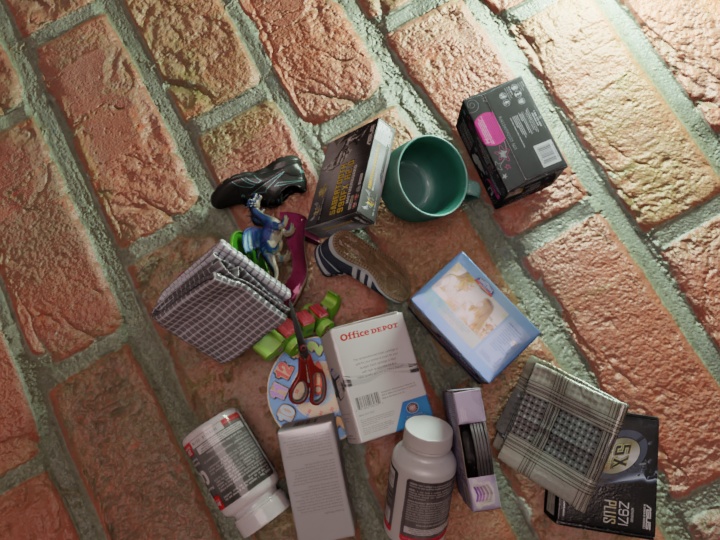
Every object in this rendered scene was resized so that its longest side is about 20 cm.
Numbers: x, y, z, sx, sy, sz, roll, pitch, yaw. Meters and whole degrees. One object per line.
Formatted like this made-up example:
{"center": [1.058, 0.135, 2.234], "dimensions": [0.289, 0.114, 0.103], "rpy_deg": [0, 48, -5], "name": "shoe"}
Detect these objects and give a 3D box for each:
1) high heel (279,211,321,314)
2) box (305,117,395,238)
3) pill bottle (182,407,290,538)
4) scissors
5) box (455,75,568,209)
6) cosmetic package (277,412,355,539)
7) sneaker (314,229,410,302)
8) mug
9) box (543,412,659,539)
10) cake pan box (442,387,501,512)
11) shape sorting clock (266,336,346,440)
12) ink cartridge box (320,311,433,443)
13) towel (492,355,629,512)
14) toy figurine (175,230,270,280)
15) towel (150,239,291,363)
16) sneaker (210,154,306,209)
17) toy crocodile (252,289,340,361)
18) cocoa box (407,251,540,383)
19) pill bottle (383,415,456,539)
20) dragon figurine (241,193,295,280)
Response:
{"center": [-0.141, -0.018, 1.094], "dimensions": [0.095, 0.067, 0.201], "rpy_deg": [19, 75, -4], "name": "high heel"}
{"center": [-0.020, -0.171, 1.068], "dimensions": [0.048, 0.158, 0.201], "rpy_deg": [28, 66, -35], "name": "box"}
{"center": [-0.219, 0.358, 1.006], "dimensions": [0.114, 0.114, 0.201], "rpy_deg": [-34, 79, -4], "name": "pill bottle"}
{"center": [-0.095, 0.147, 1.011], "dimensions": [0.073, 0.014, 0.202], "rpy_deg": [-4, 99, -24], "name": "scissors"}
{"center": [0.288, -0.245, 1.099], "dimensions": [0.131, 0.115, 0.201], "rpy_deg": [-23, 80, -3], "name": "box"}
{"center": [-0.076, 0.367, 1.004], "dimensions": [0.101, 0.071, 0.201], "rpy_deg": [-11, 87, 1], "name": "cosmetic package"}
{"center": [0.000, 0.000, 1.092], "dimensions": [0.200, 0.108, 0.070], "rpy_deg": [37, 60, -23], "name": "sneaker"}
{"center": [0.121, -0.158, 1.084], "dimensions": [0.185, 0.114, 0.152], "rpy_deg": [43, 71, -16], "name": "mug"}
{"center": [0.420, 0.344, 0.991], "dimensions": [0.163, 0.086, 0.201], "rpy_deg": [8, 79, 4], "name": "box"}
{"center": [0.182, 0.292, 0.956], "dimensions": [0.052, 0.200, 0.185], "rpy_deg": [-10, 77, 1], "name": "cake pan box"}
{"center": [-0.077, 0.224, 1.063], "dimensions": [0.198, 0.039, 0.201], "rpy_deg": [-1, 79, 3], "name": "shape sorting clock"}
{"center": [0.027, 0.192, 1.021], "dimensions": [0.146, 0.086, 0.201], "rpy_deg": [-12, 77, -20], "name": "ink cartridge box"}
{"center": [0.327, 0.268, 0.963], "dimensions": [0.200, 0.034, 0.194], "rpy_deg": [26, 97, 49], "name": "towel"}
{"center": [-0.271, 0.051, 1.082], "dimensions": [0.183, 0.150, 0.201], "rpy_deg": [-22, 103, 12], "name": "toy figurine"}
{"center": [-0.237, 0.065, 0.967], "dimensions": [0.200, 0.086, 0.165], "rpy_deg": [-34, 121, 29], "name": "towel"}
{"center": [-0.201, -0.160, 1.127], "dimensions": [0.199, 0.075, 0.080], "rpy_deg": [-23, 81, -2], "name": "sneaker"}
{"center": [-0.111, 0.102, 1.045], "dimensions": [0.199, 0.062, 0.067], "rpy_deg": [-29, 57, -37], "name": "toy crocodile"}
{"center": [0.199, 0.090, 1.028], "dimensions": [0.133, 0.131, 0.200], "rpy_deg": [-42, 80, -6], "name": "cocoa box"}
{"center": [0.103, 0.354, 0.957], "dimensions": [0.110, 0.111, 0.201], "rpy_deg": [7, 106, 4], "name": "pill bottle"}
{"center": [-0.183, -0.051, 1.061], "dimensions": [0.099, 0.059, 0.201], "rpy_deg": [-3, 66, 18], "name": "dragon figurine"}
